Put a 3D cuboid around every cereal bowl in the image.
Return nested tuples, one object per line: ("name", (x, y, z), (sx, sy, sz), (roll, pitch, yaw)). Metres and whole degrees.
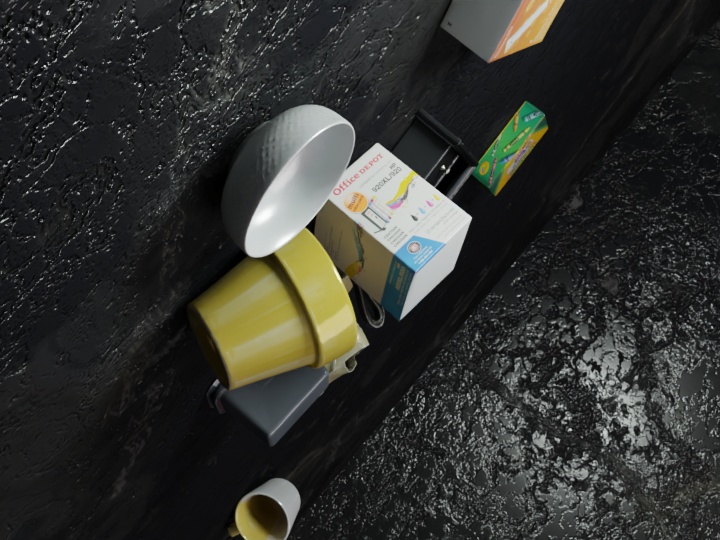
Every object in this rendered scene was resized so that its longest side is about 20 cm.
("cereal bowl", (-0.099, -0.120, 1.175), (0.200, 0.083, 0.201), (-46, 165, -16))

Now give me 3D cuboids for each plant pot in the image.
("plant pot", (-0.132, 0.063, 1.347), (0.187, 0.202, 0.202), (-27, 158, -19))

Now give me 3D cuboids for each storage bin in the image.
("storage bin", (-0.150, 0.197, 1.690), (0.200, 0.134, 0.146), (-47, 165, -18))

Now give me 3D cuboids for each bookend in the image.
("bookend", (0.098, -0.152, 1.674), (0.200, 0.092, 0.200), (-52, 165, 5))

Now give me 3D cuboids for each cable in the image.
("cable", (0.000, 0.000, 1.635), (0.050, 0.204, 0.096), (-15, 179, 40))

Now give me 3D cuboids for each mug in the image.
("mug", (-0.241, 0.605, 2.476), (0.153, 0.183, 0.153), (-36, 129, -69))

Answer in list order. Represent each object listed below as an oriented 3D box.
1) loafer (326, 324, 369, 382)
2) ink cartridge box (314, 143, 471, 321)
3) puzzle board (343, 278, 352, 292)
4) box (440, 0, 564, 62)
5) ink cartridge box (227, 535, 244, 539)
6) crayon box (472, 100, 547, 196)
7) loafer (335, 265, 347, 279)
("loafer", (-0.050, 0.209, 2.150), (0.202, 0.068, 0.075), (-56, 164, 20))
("ink cartridge box", (0.044, -0.062, 1.519), (0.147, 0.199, 0.146), (-41, 161, -28))
("puzzle board", (-0.068, 0.060, 1.842), (0.201, 0.017, 0.150), (-55, 164, 14))
("box", (0.224, -0.403, 1.438), (0.199, 0.097, 0.125), (-32, 157, -50))
("ink cartridge box", (-0.358, 0.798, 2.697), (0.202, 0.057, 0.162), (-62, 163, 21))
("crayon box", (0.336, -0.271, 2.174), (0.201, 0.058, 0.119), (-53, 165, 5))
("loafer", (-0.046, 0.000, 1.666), (0.200, 0.063, 0.072), (-41, 163, -35))
